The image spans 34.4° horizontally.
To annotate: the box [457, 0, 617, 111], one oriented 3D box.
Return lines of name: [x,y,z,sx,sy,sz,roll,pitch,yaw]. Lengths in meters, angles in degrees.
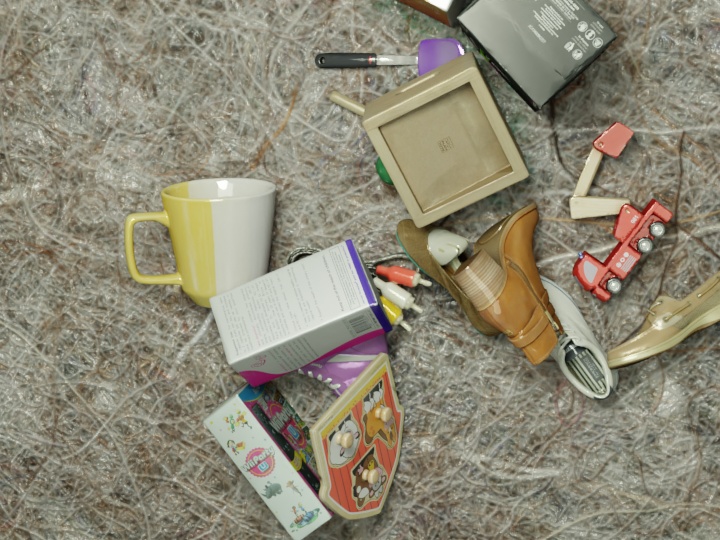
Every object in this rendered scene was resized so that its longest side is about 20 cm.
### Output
box: [0.211,-0.288,1.416,0.124,0.200,0.149,-43,90,9]

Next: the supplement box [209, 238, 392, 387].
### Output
supplement box: [-0.075,0.057,1.483,0.200,0.101,0.104,-23,64,3]

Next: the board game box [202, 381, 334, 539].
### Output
board game box: [-0.108,0.242,1.550,0.064,0.148,0.200,-39,91,12]

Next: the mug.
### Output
mug: [-0.200,-0.035,1.538,0.186,0.149,0.154,2,106,12]

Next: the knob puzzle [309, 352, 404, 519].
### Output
knob puzzle: [0.012,0.239,1.520,0.030,0.219,0.220,8,99,32]

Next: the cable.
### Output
cable: [0.000,0.000,1.554,0.200,0.050,0.097,24,87,5]

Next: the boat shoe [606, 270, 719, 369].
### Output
boat shoe: [0.398,0.064,1.501,0.200,0.071,0.065,-27,81,-7]

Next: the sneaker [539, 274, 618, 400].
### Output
sneaker: [0.269,0.083,1.520,0.073,0.071,0.200,-42,90,10]

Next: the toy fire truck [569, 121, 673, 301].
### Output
toy fire truck: [0.321,-0.076,1.505,0.141,0.049,0.200,36,101,2]

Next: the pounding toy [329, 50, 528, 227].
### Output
pounding toy: [0.083,-0.176,1.495,0.200,0.142,0.184,-25,108,12]

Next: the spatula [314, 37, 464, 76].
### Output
spatula: [0.037,-0.277,1.530,0.199,0.021,0.057,2,99,8]

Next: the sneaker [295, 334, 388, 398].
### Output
sneaker: [-0.060,0.132,1.570,0.200,0.073,0.115,-8,99,8]

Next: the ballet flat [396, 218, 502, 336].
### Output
ballet flat: [0.131,0.000,1.522,0.200,0.068,0.072,51,144,-2]

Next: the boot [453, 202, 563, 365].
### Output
boot: [0.213,0.013,1.473,0.155,0.200,0.077,48,129,-6]

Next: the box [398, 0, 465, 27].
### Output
box: [0.067,-0.386,1.422,0.152,0.200,0.107,27,98,3]
